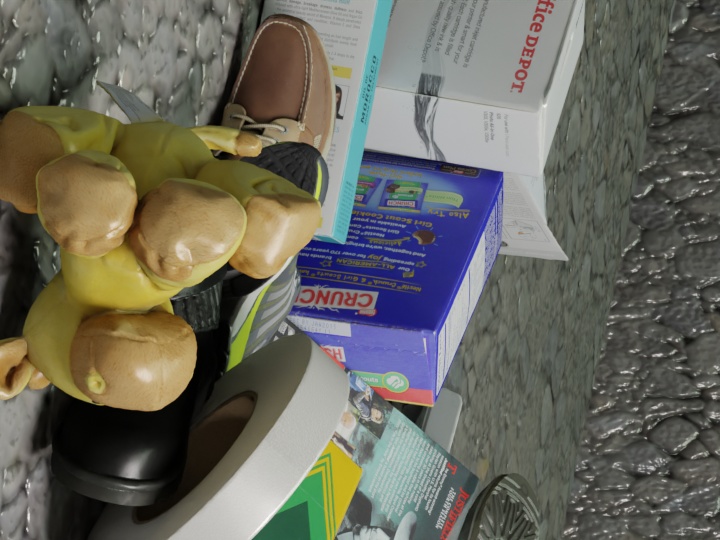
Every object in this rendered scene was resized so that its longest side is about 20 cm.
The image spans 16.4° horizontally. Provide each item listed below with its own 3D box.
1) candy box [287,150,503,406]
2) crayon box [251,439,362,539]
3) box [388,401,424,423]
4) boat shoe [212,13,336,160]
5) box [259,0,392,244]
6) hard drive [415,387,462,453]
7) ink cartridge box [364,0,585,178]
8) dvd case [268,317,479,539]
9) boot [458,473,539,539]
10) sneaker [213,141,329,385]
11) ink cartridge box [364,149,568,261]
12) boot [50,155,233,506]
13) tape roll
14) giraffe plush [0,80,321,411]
[{"bbox_3d":[0.000,0.000,1.803,0.200,0.169,0.077,-63,157,-49],"label":"candy box"},{"bbox_3d":[-0.102,0.201,1.529,0.200,0.058,0.173,-38,-163,36],"label":"crayon box"},{"bbox_3d":[0.013,0.108,2.007,0.041,0.156,0.200,-27,143,-18],"label":"box"},{"bbox_3d":[-0.065,-0.074,1.685,0.072,0.076,0.201,8,90,-75],"label":"boat shoe"},{"bbox_3d":[-0.035,-0.125,1.755,0.049,0.082,0.201,26,75,-78],"label":"box"},{"bbox_3d":[0.017,0.198,1.879,0.132,0.026,0.200,-69,-175,-62],"label":"hard drive"},{"bbox_3d":[0.055,-0.160,1.841,0.084,0.199,0.146,83,22,-54],"label":"ink cartridge box"},{"bbox_3d":[-0.013,0.144,1.695,0.200,0.022,0.146,39,53,-22],"label":"dvd case"},{"bbox_3d":[0.040,0.253,2.101,0.073,0.200,0.182,49,51,-24],"label":"boot"},{"bbox_3d":[-0.070,-0.007,1.610,0.081,0.074,0.200,-30,156,-53],"label":"sneaker"},{"bbox_3d":[0.072,-0.077,1.986,0.200,0.162,0.050,50,50,-57],"label":"ink cartridge box"},{"bbox_3d":[-0.125,0.029,1.485,0.211,0.079,0.158,-75,176,-64],"label":"boot"},{"bbox_3d":[-0.089,0.122,1.511,0.203,0.037,0.203,-43,-166,13],"label":"tape roll"},{"bbox_3d":[-0.131,0.004,1.350,0.200,0.172,0.163,-120,-135,-67],"label":"giraffe plush"}]
